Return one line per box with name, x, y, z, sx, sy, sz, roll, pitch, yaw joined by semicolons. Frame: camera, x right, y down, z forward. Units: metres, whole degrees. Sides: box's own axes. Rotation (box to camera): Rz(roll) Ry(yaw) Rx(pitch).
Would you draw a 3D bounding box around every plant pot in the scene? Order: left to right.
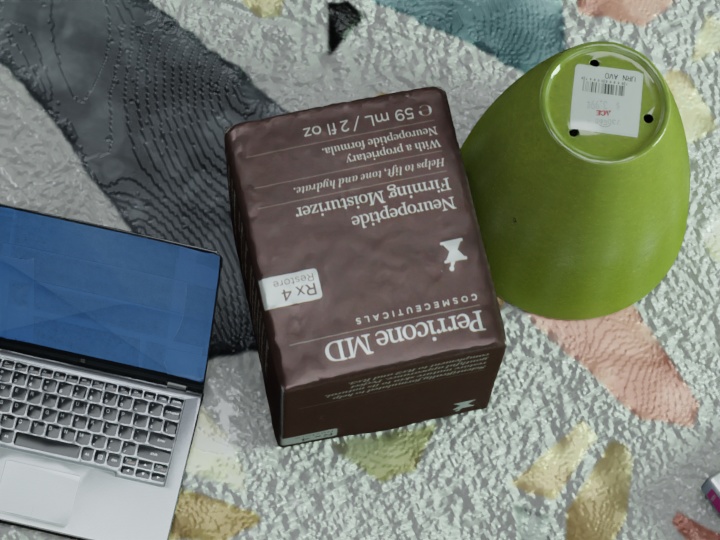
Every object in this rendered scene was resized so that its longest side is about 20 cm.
plant pot;0.163;-0.084;1.662;0.185;0.200;0.189;1;71;-2

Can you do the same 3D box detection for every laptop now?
laptop;-0.210;0.079;1.634;0.186;0.116;0.201;12;71;2

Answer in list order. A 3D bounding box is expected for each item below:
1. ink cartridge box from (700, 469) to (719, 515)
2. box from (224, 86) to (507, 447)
ink cartridge box;0.353;0.204;1.656;0.119;0.042;0.201;-32;73;-12
box;0.000;0.000;1.645;0.165;0.164;0.201;-11;72;-6
